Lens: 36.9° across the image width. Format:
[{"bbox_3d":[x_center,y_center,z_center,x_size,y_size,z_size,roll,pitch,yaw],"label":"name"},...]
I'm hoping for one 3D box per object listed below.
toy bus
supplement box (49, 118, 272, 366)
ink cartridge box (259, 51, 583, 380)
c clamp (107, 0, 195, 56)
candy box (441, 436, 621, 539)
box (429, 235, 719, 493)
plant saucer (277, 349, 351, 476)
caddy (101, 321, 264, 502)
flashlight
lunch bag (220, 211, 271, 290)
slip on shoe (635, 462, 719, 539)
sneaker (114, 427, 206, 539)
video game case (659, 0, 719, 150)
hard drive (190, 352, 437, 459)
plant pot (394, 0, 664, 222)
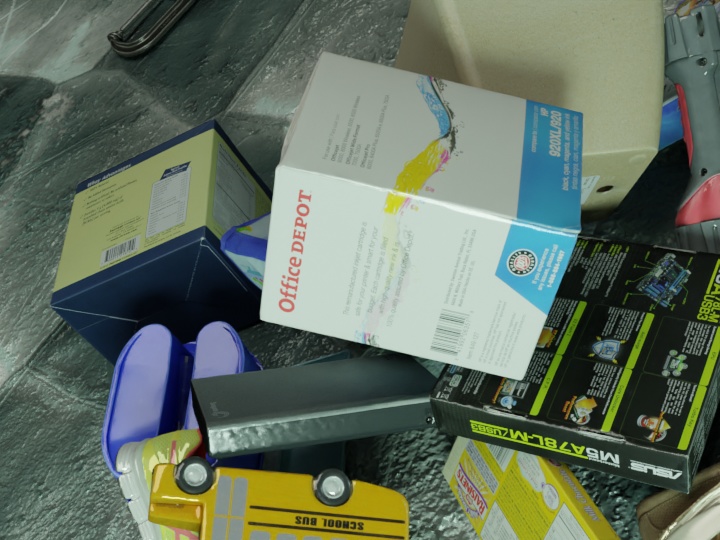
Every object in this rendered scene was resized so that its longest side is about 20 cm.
[{"bbox_3d":[-0.065,0.196,0.839,0.199,0.065,0.079,7,66,-9],"label":"toy bus"},{"bbox_3d":[-0.213,-0.027,1.202,0.199,0.134,0.200,-22,42,18],"label":"supplement box"},{"bbox_3d":[0.042,-0.041,0.772,0.199,0.148,0.145,13,44,1],"label":"ink cartridge box"},{"bbox_3d":[-0.348,-0.423,1.780,0.170,0.027,0.200,13,58,37],"label":"c clamp"},{"bbox_3d":[0.124,0.178,0.796,0.200,0.026,0.103,-122,42,-50],"label":"candy box"},{"bbox_3d":[0.177,0.056,0.812,0.192,0.048,0.200,11,47,26],"label":"box"},{"bbox_3d":[-0.041,0.163,0.984,0.070,0.019,0.201,-18,42,22],"label":"plant saucer"},{"bbox_3d":[-0.162,0.144,1.025,0.140,0.105,0.201,-2,56,9],"label":"caddy"},{"bbox_3d":[0.279,-0.108,0.889,0.067,0.068,0.201,-11,85,22],"label":"flashlight"},{"bbox_3d":[0.000,0.000,0.955,0.170,0.199,0.128,16,97,46],"label":"lunch bag"},{"bbox_3d":[0.280,0.138,0.732,0.200,0.076,0.061,-39,41,10],"label":"slip on shoe"},{"bbox_3d":[-0.128,0.221,0.888,0.090,0.078,0.201,-25,81,5],"label":"sneaker"},{"bbox_3d":[0.338,-0.213,0.978,0.182,0.045,0.200,-60,13,-25],"label":"video game case"},{"bbox_3d":[-0.038,0.111,0.907,0.199,0.033,0.140,-7,11,-13],"label":"hard drive"},{"bbox_3d":[0.148,-0.142,0.918,0.199,0.200,0.178,-5,68,-9],"label":"plant pot"}]
